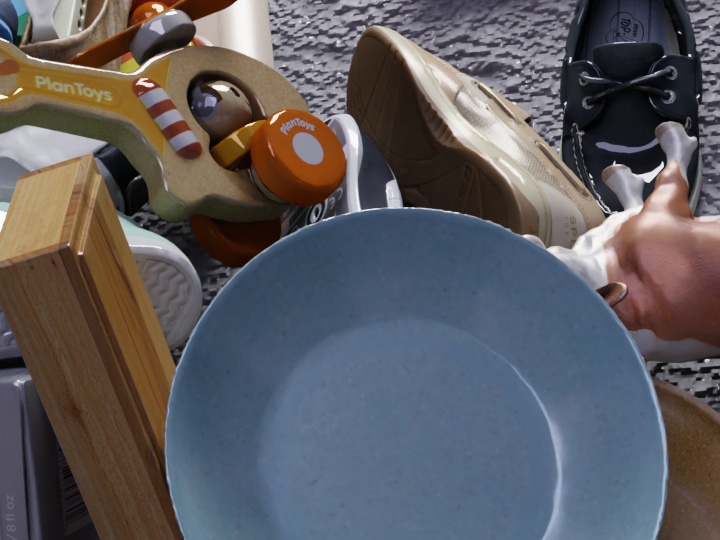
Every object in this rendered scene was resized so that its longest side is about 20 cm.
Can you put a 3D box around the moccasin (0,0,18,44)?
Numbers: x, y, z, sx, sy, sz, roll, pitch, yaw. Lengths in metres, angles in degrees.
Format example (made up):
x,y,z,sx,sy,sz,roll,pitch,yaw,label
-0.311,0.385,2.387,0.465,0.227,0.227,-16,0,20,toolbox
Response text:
x,y,z,sx,sy,sz,roll,pitch,yaw,label
-0.267,-0.120,1.015,0.199,0.080,0.069,-22,41,33,moccasin

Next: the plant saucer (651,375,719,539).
x,y,z,sx,sy,sz,roll,pitch,yaw,label
0.073,0.123,0.741,0.199,0.036,0.201,-9,43,9,plant saucer

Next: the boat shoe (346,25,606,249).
x,y,z,sx,sy,sz,roll,pitch,yaw,label
0.053,-0.058,0.906,0.064,0.072,0.200,-1,37,-29,boat shoe

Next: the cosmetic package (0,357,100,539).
x,y,z,sx,sy,sz,roll,pitch,yaw,label
-0.219,0.095,0.812,0.198,0.108,0.090,-4,5,15,cosmetic package

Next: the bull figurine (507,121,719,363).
x,y,z,sx,sy,sz,roll,pitch,yaw,label
0.158,-0.004,0.793,0.198,0.065,0.122,8,54,-2,bull figurine

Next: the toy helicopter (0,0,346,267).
x,y,z,sx,sy,sz,roll,pitch,yaw,label
-0.108,-0.085,0.859,0.079,0.199,0.133,-41,51,44,toy helicopter

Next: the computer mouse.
x,y,z,sx,sy,sz,roll,pitch,yaw,label
0.000,0.000,0.864,0.110,0.044,0.201,-49,30,32,computer mouse

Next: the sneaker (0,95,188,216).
x,y,z,sx,sy,sz,roll,pitch,yaw,label
-0.137,-0.050,0.930,0.199,0.074,0.089,-11,84,-19,sneaker

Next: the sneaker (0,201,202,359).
x,y,z,sx,sy,sz,roll,pitch,yaw,label
-0.180,0.000,0.811,0.199,0.074,0.118,7,9,-19,sneaker

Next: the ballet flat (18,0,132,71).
x,y,z,sx,sy,sz,roll,pitch,yaw,label
-0.163,-0.170,1.022,0.067,0.073,0.201,-9,47,15,ballet flat

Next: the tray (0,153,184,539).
x,y,z,sx,sy,sz,roll,pitch,yaw,label
-0.092,0.063,0.729,0.037,0.201,0.099,-17,23,4,tray

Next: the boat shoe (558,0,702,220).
x,y,z,sx,sy,sz,roll,pitch,yaw,label
0.135,-0.098,0.904,0.074,0.066,0.200,0,50,17,boat shoe

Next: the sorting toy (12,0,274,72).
x,y,z,sx,sy,sz,roll,pitch,yaw,label
-0.152,-0.132,1.054,0.198,0.037,0.186,-14,46,6,sorting toy

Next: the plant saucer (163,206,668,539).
x,y,z,sx,sy,sz,roll,pitch,yaw,label
0.021,0.074,0.716,0.199,0.039,0.203,3,67,-6,plant saucer
